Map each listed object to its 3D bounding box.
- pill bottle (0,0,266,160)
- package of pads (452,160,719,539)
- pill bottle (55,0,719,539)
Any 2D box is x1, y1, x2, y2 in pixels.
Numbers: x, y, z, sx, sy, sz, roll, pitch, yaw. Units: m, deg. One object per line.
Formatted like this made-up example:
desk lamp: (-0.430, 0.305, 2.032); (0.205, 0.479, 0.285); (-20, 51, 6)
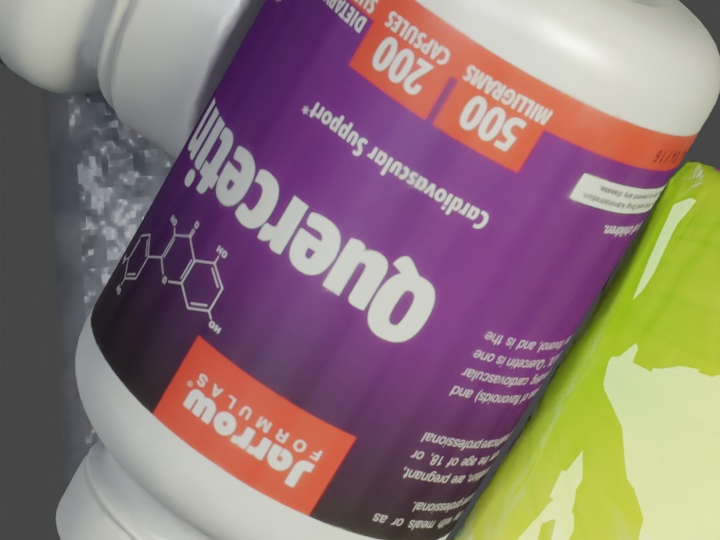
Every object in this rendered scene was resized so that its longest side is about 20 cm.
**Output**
pill bottle: (-0.091, -0.122, 0.809); (0.200, 0.114, 0.114); (36, 94, 16)
package of pads: (0.100, 0.089, 0.751); (0.154, 0.068, 0.201); (30, 92, 21)
pill bottle: (0.000, 0.000, 0.750); (0.112, 0.112, 0.201); (35, 107, 16)
